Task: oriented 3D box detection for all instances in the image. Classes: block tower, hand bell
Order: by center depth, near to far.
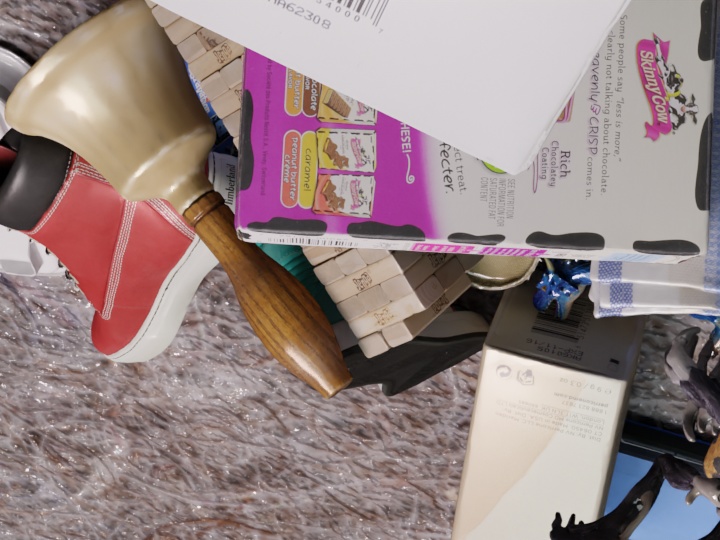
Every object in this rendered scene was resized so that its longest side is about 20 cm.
[{"bbox_3d":[-0.019,-0.063,0.877,0.054,0.058,0.201,-25,101,47],"label":"block tower"},{"bbox_3d":[-0.070,-0.022,0.896,0.201,0.104,0.104,54,140,7],"label":"hand bell"}]

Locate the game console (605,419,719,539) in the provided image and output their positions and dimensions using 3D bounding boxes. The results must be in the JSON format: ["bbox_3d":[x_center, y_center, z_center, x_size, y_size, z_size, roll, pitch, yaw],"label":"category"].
[{"bbox_3d":[0.150,0.184,1.120,0.198,0.119,0.171,15,142,7],"label":"game console"}]

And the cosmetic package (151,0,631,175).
[{"bbox_3d":[0.016,-0.179,0.692,0.198,0.201,0.123,25,139,-4],"label":"cosmetic package"}]

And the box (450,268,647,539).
[{"bbox_3d":[0.098,0.111,1.031,0.077,0.095,0.202,13,120,10],"label":"box"}]

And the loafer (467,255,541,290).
[{"bbox_3d":[0.050,-0.056,0.927,0.075,0.068,0.201,5,138,20],"label":"loafer"}]

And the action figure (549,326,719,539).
[{"bbox_3d":[0.181,0.079,0.858,0.200,0.102,0.119,-40,116,20],"label":"action figure"}]

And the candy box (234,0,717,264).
[{"bbox_3d":[0.049,-0.076,0.808,0.198,0.138,0.061,4,176,-1],"label":"candy box"}]

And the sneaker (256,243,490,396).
[{"bbox_3d":[0.000,0.000,1.002,0.083,0.122,0.200,-29,166,16],"label":"sneaker"}]

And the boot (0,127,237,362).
[{"bbox_3d":[-0.157,-0.017,1.030,0.143,0.073,0.200,11,150,-16],"label":"boot"}]

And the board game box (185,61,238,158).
[{"bbox_3d":[-0.064,-0.125,0.939,0.102,0.020,0.201,24,141,0],"label":"board game box"}]

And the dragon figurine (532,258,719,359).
[{"bbox_3d":[0.161,-0.020,0.923,0.099,0.059,0.200,29,142,-10],"label":"dragon figurine"}]

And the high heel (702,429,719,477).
[{"bbox_3d":[0.210,0.045,0.927,0.142,0.072,0.200,12,139,-40],"label":"high heel"}]

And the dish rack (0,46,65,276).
[{"bbox_3d":[-0.258,-0.058,1.090,0.198,0.044,0.172,6,140,20],"label":"dish rack"}]

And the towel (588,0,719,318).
[{"bbox_3d":[0.198,-0.050,0.828,0.198,0.149,0.024,2,176,22],"label":"towel"}]
